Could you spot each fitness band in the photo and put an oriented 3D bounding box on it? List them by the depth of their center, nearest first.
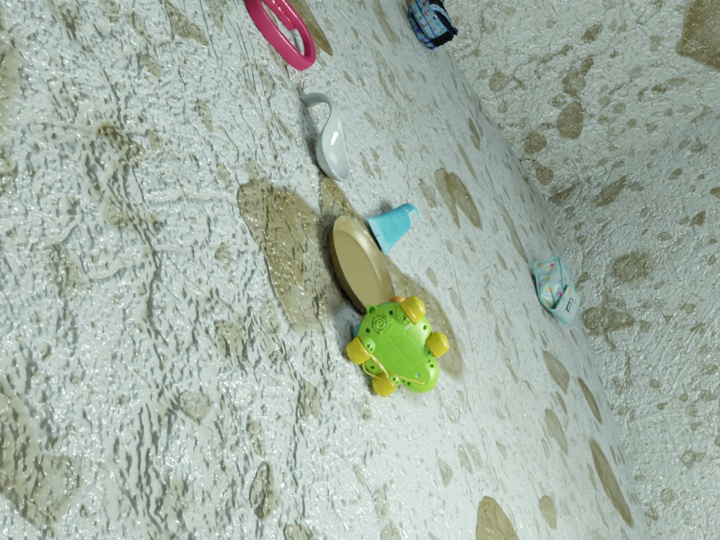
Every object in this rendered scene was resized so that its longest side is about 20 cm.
[{"bbox_3d":[-0.160,-0.491,1.524,0.200,0.037,0.146,41,34,-41],"label":"fitness band"}]

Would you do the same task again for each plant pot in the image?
[{"bbox_3d":[0.000,0.000,1.348,0.200,0.027,0.202,49,26,-34],"label":"plant pot"}]

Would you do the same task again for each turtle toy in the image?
[{"bbox_3d":[0.066,0.128,1.236,0.201,0.145,0.101,54,3,-23],"label":"turtle toy"}]

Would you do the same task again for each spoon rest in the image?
[{"bbox_3d":[-0.061,-0.260,1.452,0.099,0.060,0.203,25,43,-56],"label":"spoon rest"}]

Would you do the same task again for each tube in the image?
[{"bbox_3d":[0.069,-0.095,1.583,0.078,0.050,0.200,58,27,-3],"label":"tube"}]

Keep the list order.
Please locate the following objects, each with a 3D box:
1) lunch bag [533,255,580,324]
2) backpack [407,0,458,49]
[{"bbox_3d":[0.694,0.076,2.671,0.170,0.120,0.204,36,43,-52],"label":"lunch bag"},{"bbox_3d":[0.244,-0.914,2.733,0.199,0.133,0.186,7,59,-64],"label":"backpack"}]
